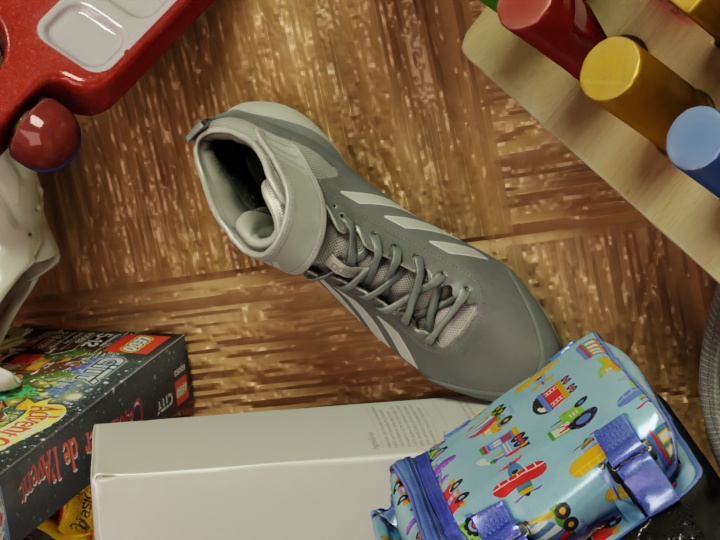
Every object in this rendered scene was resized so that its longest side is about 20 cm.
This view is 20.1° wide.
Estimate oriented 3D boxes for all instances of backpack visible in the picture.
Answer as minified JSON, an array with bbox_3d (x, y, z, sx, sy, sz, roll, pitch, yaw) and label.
[{"bbox_3d":[0.061,0.139,0.820,0.200,0.183,0.135,-34,100,7],"label":"backpack"}]

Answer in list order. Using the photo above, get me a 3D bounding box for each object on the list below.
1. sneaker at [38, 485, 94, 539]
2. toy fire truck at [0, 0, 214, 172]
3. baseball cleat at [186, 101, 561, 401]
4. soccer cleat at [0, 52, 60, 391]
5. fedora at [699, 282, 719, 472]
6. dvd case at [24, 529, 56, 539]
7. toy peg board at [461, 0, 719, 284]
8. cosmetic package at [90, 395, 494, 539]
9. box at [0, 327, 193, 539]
[{"bbox_3d":[-0.109,0.125,1.029,0.200,0.077,0.073,10,106,20],"label":"sneaker"},{"bbox_3d":[-0.175,-0.126,0.933,0.168,0.200,0.112,32,150,11],"label":"toy fire truck"},{"bbox_3d":[0.000,0.000,0.930,0.200,0.106,0.070,37,110,9],"label":"baseball cleat"},{"bbox_3d":[-0.180,-0.035,1.001,0.078,0.069,0.200,10,77,5],"label":"soccer cleat"},{"bbox_3d":[0.233,0.030,0.824,0.177,0.090,0.200,22,86,43],"label":"fedora"},{"bbox_3d":[-0.215,0.131,1.039,0.200,0.146,0.022,42,111,10],"label":"dvd case"},{"bbox_3d":[0.132,-0.125,0.750,0.200,0.098,0.199,-52,48,11],"label":"toy peg board"},{"bbox_3d":[-0.021,0.123,0.935,0.200,0.085,0.108,-2,104,-6],"label":"cosmetic package"},{"bbox_3d":[-0.187,0.079,0.981,0.137,0.200,0.038,1,109,24],"label":"box"}]
